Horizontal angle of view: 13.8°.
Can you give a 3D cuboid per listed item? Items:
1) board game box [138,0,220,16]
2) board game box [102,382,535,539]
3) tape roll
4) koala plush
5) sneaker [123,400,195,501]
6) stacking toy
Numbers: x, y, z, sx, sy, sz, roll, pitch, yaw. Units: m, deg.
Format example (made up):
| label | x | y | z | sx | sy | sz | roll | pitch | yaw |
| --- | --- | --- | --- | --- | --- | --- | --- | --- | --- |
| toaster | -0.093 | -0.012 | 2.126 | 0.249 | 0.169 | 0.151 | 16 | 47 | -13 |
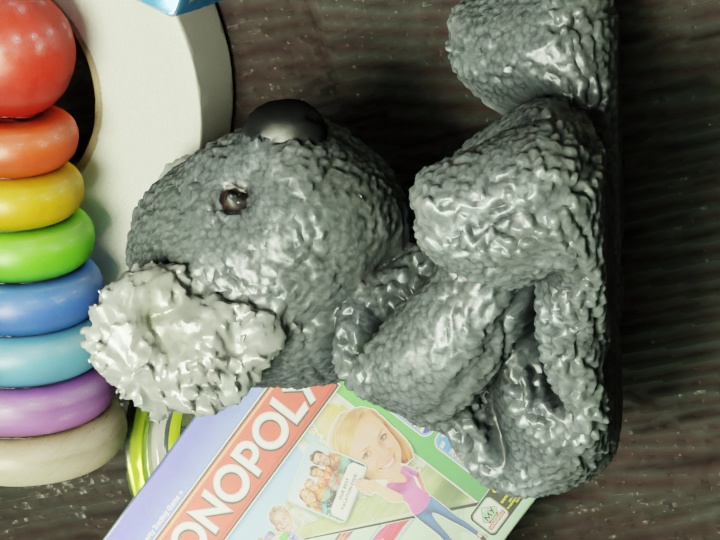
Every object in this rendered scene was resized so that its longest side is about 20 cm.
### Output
| label | x | y | z | sx | sy | sz | roll | pitch | yaw |
| --- | --- | --- | --- | --- | --- | --- | --- | --- | --- |
| board game box | -0.115 | -0.229 | 1.142 | 0.199 | 0.056 | 0.197 | 25 | 109 | 11 |
| board game box | -0.018 | 0.105 | 1.236 | 0.134 | 0.029 | 0.200 | 37 | 92 | 3 |
| tape roll | -0.151 | -0.084 | 1.258 | 0.201 | 0.037 | 0.204 | 10 | 117 | 20 |
| koala plush | 0.000 | 0.000 | 1.139 | 0.198 | 0.178 | 0.185 | 0 | 121 | 8 |
| sneaker | -0.035 | 0.137 | 1.290 | 0.080 | 0.074 | 0.201 | -14 | 108 | 25 |
| stacking toy | -0.142 | -0.017 | 1.220 | 0.085 | 0.085 | 0.201 | 7 | 112 | 21 |
